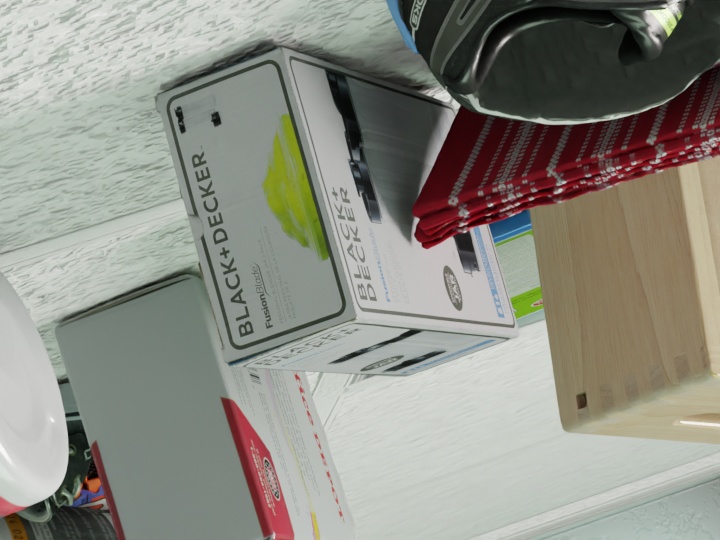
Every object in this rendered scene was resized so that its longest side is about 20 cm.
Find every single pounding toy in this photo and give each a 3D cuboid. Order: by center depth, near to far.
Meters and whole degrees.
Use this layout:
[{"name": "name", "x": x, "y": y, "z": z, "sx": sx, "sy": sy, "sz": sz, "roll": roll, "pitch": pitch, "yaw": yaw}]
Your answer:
[{"name": "pounding toy", "x": 0.180, "y": 0.017, "z": 1.397, "sx": 0.199, "sy": 0.185, "sz": 0.142, "roll": 7, "pitch": 158, "yaw": -41}]

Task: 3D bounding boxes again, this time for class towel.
[{"name": "towel", "x": 0.122, "y": -0.072, "z": 1.170, "sx": 0.199, "sy": 0.023, "sz": 0.145, "roll": -16, "pitch": -156, "yaw": 22}]

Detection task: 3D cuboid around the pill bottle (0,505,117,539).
[{"name": "pill bottle", "x": -0.153, "y": 0.199, "z": 1.659, "sx": 0.199, "sy": 0.117, "sz": 0.116, "roll": 8, "pitch": 155, "yaw": -32}]

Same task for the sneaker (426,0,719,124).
[{"name": "sneaker", "x": 0.117, "y": -0.101, "z": 1.121, "sx": 0.199, "sy": 0.081, "sz": 0.086, "roll": -12, "pitch": 177, "yaw": -13}]

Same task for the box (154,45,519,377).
[{"name": "box", "x": -0.005, "y": -0.019, "z": 1.181, "sx": 0.060, "sy": 0.117, "sz": 0.200, "roll": -19, "pitch": 169, "yaw": 20}]

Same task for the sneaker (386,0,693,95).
[{"name": "sneaker", "x": 0.106, "y": -0.118, "z": 0.993, "sx": 0.199, "sy": 0.083, "sz": 0.071, "roll": -22, "pitch": 169, "yaw": 8}]

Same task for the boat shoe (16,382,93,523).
[{"name": "boat shoe", "x": -0.190, "y": 0.110, "z": 1.591, "sx": 0.199, "sy": 0.071, "sz": 0.072, "roll": -12, "pitch": 166, "yaw": -35}]

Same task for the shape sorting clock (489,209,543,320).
[{"name": "shape sorting clock", "x": 0.052, "y": 0.000, "z": 1.568, "sx": 0.199, "sy": 0.039, "sz": 0.200, "roll": -13, "pitch": 157, "yaw": -5}]

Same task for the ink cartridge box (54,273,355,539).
[{"name": "ink cartridge box", "x": -0.079, "y": 0.094, "z": 1.515, "sx": 0.082, "sy": 0.147, "sz": 0.200, "roll": -20, "pitch": 169, "yaw": 9}]

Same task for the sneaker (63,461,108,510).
[{"name": "sneaker", "x": -0.169, "y": 0.123, "z": 1.695, "sx": 0.199, "sy": 0.076, "sz": 0.078, "roll": -26, "pitch": 164, "yaw": 19}]

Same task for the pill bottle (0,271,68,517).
[{"name": "pill bottle", "x": -0.240, "y": 0.077, "z": 1.225, "sx": 0.199, "sy": 0.120, "sz": 0.120, "roll": -23, "pitch": 169, "yaw": 12}]
